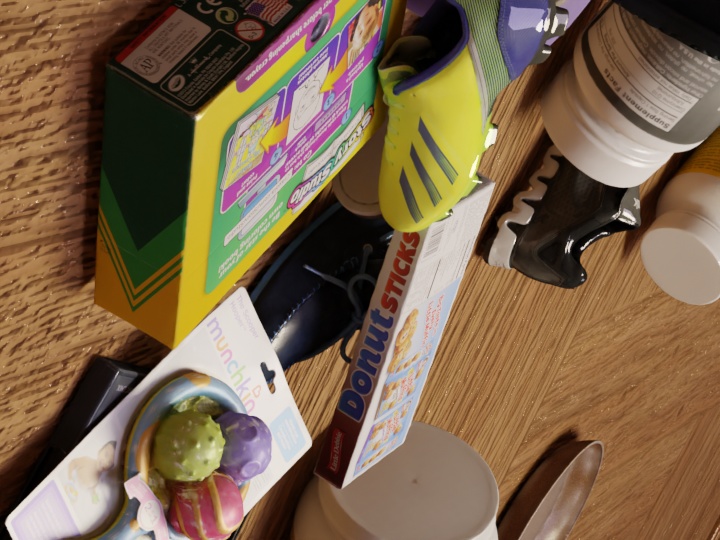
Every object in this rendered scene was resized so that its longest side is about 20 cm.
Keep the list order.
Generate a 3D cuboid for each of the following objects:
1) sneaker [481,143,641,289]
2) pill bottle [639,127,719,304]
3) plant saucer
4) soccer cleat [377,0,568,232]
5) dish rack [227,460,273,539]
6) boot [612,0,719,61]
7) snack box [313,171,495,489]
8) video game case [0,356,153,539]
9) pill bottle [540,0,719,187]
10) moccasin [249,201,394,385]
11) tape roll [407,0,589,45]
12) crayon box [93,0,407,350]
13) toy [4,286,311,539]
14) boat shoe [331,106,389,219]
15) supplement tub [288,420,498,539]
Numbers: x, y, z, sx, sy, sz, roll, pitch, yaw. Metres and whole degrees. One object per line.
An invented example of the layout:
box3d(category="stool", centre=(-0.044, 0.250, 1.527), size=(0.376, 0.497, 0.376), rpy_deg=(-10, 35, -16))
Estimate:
box3d(category="sneaker", centre=(0.174, -0.072, 1.895), size=(0.200, 0.090, 0.066), rpy_deg=(-59, 164, -1))
box3d(category="pill bottle", centre=(0.330, -0.063, 2.304), size=(0.200, 0.112, 0.113), rpy_deg=(-46, 158, -35))
box3d(category="plant saucer", centre=(0.165, 0.241, 2.483), size=(0.200, 0.032, 0.200), rpy_deg=(-51, 161, -24))
box3d(category="soccer cleat", centre=(0.038, -0.094, 1.382), size=(0.083, 0.065, 0.200), rpy_deg=(0, 143, -24))
box3d(category="dish rack", centre=(-0.130, 0.196, 1.495), size=(0.200, 0.054, 0.154), rpy_deg=(-56, 174, -38))
box3d(category="boot", centre=(0.202, -0.226, 1.546), size=(0.168, 0.200, 0.076), rpy_deg=(-61, 157, 14))
box3d(category="snack box", centre=(0.025, 0.035, 1.544), size=(0.072, 0.024, 0.200), rpy_deg=(-33, 148, -50))
box3d(category="video game case", centre=(-0.162, 0.143, 1.443), size=(0.200, 0.019, 0.143), rpy_deg=(-61, 163, 2))
box3d(category="pill bottle", centre=(0.216, -0.152, 1.769), size=(0.200, 0.114, 0.114), rpy_deg=(-48, 173, 39))
box3d(category="moccasin", centre=(0.000, 0.000, 1.566), size=(0.200, 0.068, 0.081), rpy_deg=(-47, 160, -26))
box3d(category="tape roll", centre=(0.094, -0.220, 1.444), size=(0.200, 0.085, 0.200), rpy_deg=(-50, 161, -25))
box3d(category="crayon box", centre=(-0.052, -0.086, 1.303), size=(0.200, 0.058, 0.173), rpy_deg=(-48, 161, -36))
box3d(category="toy", centre=(-0.093, 0.115, 1.404), size=(0.200, 0.047, 0.115), rpy_deg=(-43, 127, -31))
box3d(category="boat shoe", centre=(0.051, -0.101, 1.542), size=(0.200, 0.073, 0.063), rpy_deg=(-57, 160, -22))
box3d(category="supplement tub", centre=(0.015, 0.216, 1.840), size=(0.144, 0.144, 0.200), rpy_deg=(-41, 155, -45))
